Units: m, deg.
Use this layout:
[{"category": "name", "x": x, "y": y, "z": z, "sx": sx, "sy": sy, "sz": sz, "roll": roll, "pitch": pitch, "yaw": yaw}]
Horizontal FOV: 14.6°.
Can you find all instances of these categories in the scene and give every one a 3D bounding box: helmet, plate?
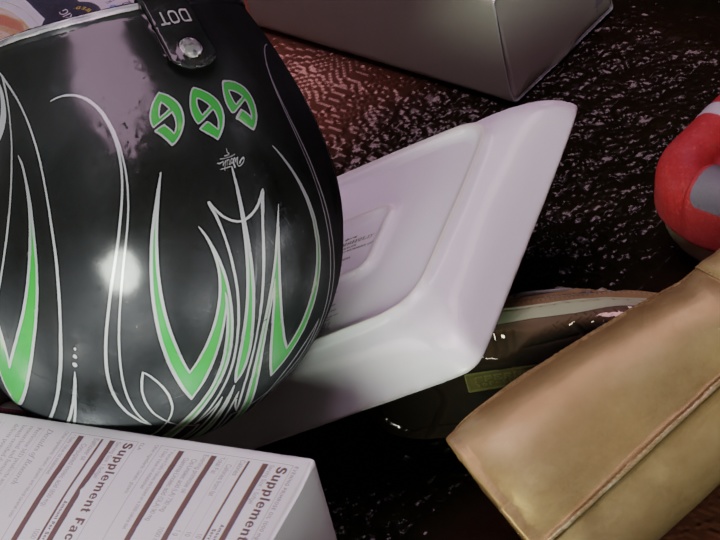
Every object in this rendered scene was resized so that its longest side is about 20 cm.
[{"category": "helmet", "x": -0.100, "y": -0.016, "z": 1.282, "sx": 0.199, "sy": 0.192, "sz": 0.200, "roll": -14, "pitch": -3, "yaw": -1}, {"category": "plate", "x": 0.000, "y": 0.000, "z": 1.381, "sx": 0.199, "sy": 0.032, "sz": 0.201, "roll": -21, "pitch": 31, "yaw": 36}]

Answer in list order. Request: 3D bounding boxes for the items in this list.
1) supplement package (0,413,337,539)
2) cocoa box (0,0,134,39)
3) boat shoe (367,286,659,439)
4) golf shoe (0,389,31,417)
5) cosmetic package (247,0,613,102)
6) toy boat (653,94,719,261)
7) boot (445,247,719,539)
[{"category": "supplement package", "x": -0.116, "y": 0.146, "z": 1.236, "sx": 0.199, "sy": 0.114, "sz": 0.110, "roll": 7, "pitch": 43, "yaw": 24}, {"category": "cocoa box", "x": -0.185, "y": -0.101, "z": 1.549, "sx": 0.131, "sy": 0.134, "sz": 0.200, "roll": -28, "pitch": 39, "yaw": -16}, {"category": "boat shoe", "x": 0.100, "y": 0.033, "z": 1.347, "sx": 0.199, "sy": 0.072, "sz": 0.076, "roll": -1, "pitch": 28, "yaw": 17}, {"category": "golf shoe", "x": -0.193, "y": 0.069, "z": 1.380, "sx": 0.200, "sy": 0.088, "sz": 0.077, "roll": -37, "pitch": 44, "yaw": -24}, {"category": "cosmetic package", "x": 0.034, "y": -0.174, "z": 1.620, "sx": 0.199, "sy": 0.073, "sz": 0.104, "roll": 18, "pitch": 48, "yaw": 36}, {"category": "toy boat", "x": 0.233, "y": -0.092, "z": 1.403, "sx": 0.130, "sy": 0.131, "sz": 0.200, "roll": 20, "pitch": 49, "yaw": 36}, {"category": "boot", "x": 0.167, "y": 0.081, "z": 1.255, "sx": 0.200, "sy": 0.066, "sz": 0.175, "roll": -39, "pitch": 79, "yaw": -3}]
